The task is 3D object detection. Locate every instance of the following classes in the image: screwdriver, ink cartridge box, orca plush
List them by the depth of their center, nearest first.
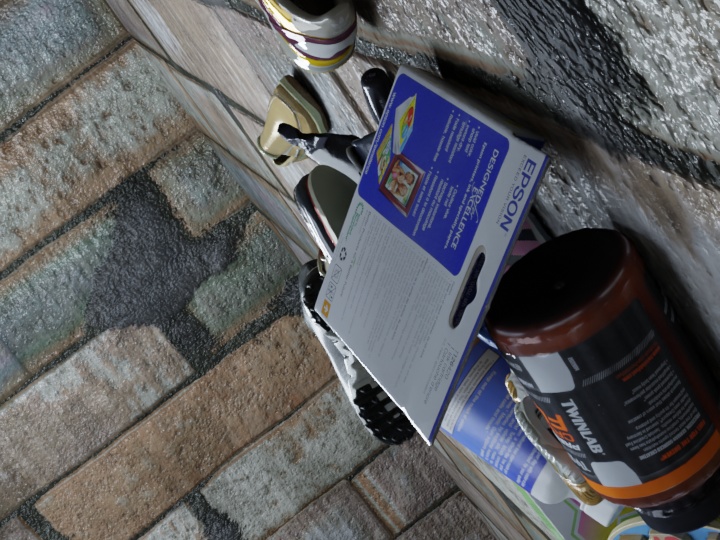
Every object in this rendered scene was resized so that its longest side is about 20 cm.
[{"bbox_3d":[0.051,-0.015,0.853,0.047,0.198,0.200,11,-161,-32],"label":"ink cartridge box"},{"bbox_3d":[0.042,-0.105,1.110,0.028,0.029,0.200,47,175,38],"label":"screwdriver"},{"bbox_3d":[0.233,0.227,1.215,0.200,0.104,0.059,52,175,2],"label":"ink cartridge box"},{"bbox_3d":[-0.004,-0.100,1.227,0.200,0.105,0.071,28,-128,-39],"label":"orca plush"}]

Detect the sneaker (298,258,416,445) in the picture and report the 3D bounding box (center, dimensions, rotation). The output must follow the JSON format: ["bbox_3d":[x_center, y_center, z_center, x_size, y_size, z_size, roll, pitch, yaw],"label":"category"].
[{"bbox_3d":[-0.002,0.068,1.181,0.200,0.066,0.091,63,174,-22],"label":"sneaker"}]

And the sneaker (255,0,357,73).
[{"bbox_3d":[-0.073,-0.244,0.976,0.200,0.075,0.090,45,165,9],"label":"sneaker"}]

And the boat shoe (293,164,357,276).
[{"bbox_3d":[0.000,0.000,1.063,0.063,0.071,0.200,-15,124,36],"label":"boat shoe"}]

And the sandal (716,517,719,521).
[{"bbox_3d":[0.267,0.216,1.034,0.079,0.087,0.200,23,145,15],"label":"sandal"}]

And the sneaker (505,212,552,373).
[{"bbox_3d":[0.096,-0.012,0.957,0.200,0.082,0.070,53,175,0],"label":"sneaker"}]

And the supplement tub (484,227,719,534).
[{"bbox_3d":[0.169,0.078,0.821,0.200,0.107,0.107,55,173,-23],"label":"supplement tub"}]

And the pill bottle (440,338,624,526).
[{"bbox_3d":[0.156,0.133,1.126,0.200,0.112,0.112,36,169,18],"label":"pill bottle"}]

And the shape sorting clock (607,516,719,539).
[{"bbox_3d":[0.275,0.243,0.945,0.200,0.039,0.200,24,145,18],"label":"shape sorting clock"}]

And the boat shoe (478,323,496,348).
[{"bbox_3d":[0.117,0.019,1.086,0.072,0.072,0.200,51,-174,-35],"label":"boat shoe"}]

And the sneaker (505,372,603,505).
[{"bbox_3d":[0.166,0.100,0.965,0.076,0.088,0.200,53,-172,-17],"label":"sneaker"}]

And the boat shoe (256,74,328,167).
[{"bbox_3d":[-0.083,-0.157,1.464,0.072,0.076,0.200,51,173,12],"label":"boat shoe"}]

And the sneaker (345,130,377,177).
[{"bbox_3d":[0.030,-0.029,0.992,0.146,0.077,0.202,59,-146,-25],"label":"sneaker"}]
